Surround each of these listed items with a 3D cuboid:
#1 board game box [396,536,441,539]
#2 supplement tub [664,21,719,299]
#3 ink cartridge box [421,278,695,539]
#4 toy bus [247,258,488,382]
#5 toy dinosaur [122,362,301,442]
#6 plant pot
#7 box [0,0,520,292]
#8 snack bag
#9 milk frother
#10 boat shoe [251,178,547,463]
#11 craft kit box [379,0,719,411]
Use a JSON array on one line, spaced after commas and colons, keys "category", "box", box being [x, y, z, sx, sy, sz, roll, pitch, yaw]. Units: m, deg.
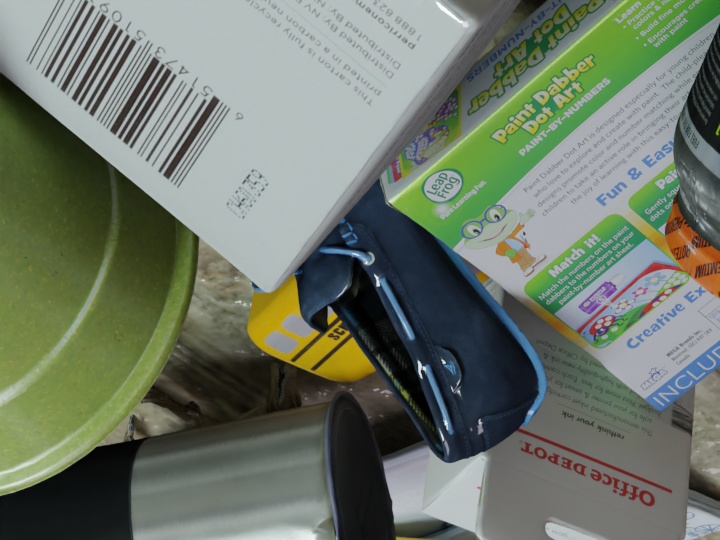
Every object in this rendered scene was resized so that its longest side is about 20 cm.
[{"category": "board game box", "box": [-0.016, 0.200, 1.517, 0.200, 0.040, 0.153, 2, 157, 18]}, {"category": "supplement tub", "box": [0.203, -0.082, 1.002, 0.122, 0.123, 0.200, 16, 119, -9]}, {"category": "ink cartridge box", "box": [0.099, 0.075, 1.226, 0.116, 0.200, 0.067, 23, 143, -18]}, {"category": "toy bus", "box": [0.024, -0.018, 1.233, 0.078, 0.065, 0.200, 25, 142, -17]}, {"category": "toy dinosaur", "box": [-0.090, 0.120, 1.453, 0.101, 0.058, 0.200, 14, 144, -8]}, {"category": "plant pot", "box": [-0.200, -0.029, 1.049, 0.200, 0.200, 0.190, -9, 152, 24]}, {"category": "box", "box": [-0.041, -0.134, 0.979, 0.199, 0.131, 0.200, 39, 140, 1]}, {"category": "snack bag", "box": [0.086, 0.139, 1.442, 0.188, 0.021, 0.200, -24, 143, 38]}, {"category": "milk frother", "box": [-0.094, 0.086, 1.296, 0.188, 0.181, 0.200, -12, 117, 12]}, {"category": "boat shoe", "box": [0.000, 0.000, 1.134, 0.200, 0.069, 0.084, 46, 158, 17]}, {"category": "craft kit box", "box": [0.144, -0.052, 1.118, 0.200, 0.049, 0.197, -40, 127, 19]}]
